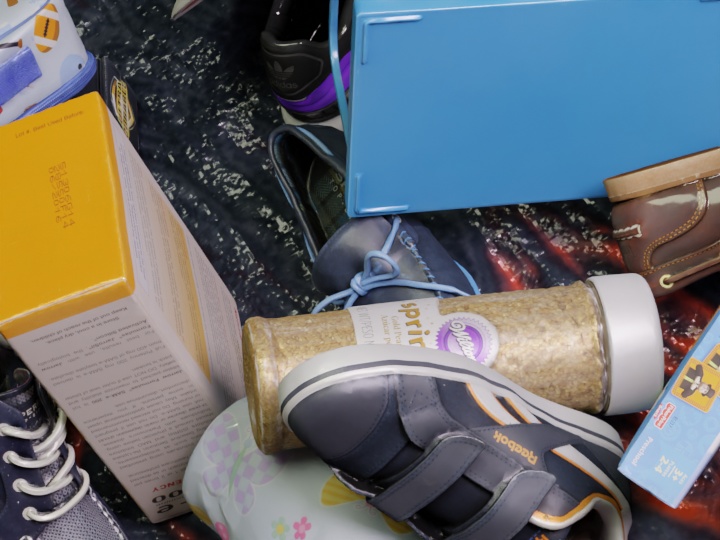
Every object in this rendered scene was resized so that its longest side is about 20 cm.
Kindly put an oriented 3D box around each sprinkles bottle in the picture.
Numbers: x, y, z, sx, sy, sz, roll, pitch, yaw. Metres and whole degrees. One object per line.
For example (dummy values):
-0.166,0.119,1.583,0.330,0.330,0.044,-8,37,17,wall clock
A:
0.044,0.046,1.269,0.199,0.068,0.068,-7,52,-7,sprinkles bottle

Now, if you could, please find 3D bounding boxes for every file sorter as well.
0.086,-0.125,1.335,0.199,0.139,0.123,-4,48,-7,file sorter

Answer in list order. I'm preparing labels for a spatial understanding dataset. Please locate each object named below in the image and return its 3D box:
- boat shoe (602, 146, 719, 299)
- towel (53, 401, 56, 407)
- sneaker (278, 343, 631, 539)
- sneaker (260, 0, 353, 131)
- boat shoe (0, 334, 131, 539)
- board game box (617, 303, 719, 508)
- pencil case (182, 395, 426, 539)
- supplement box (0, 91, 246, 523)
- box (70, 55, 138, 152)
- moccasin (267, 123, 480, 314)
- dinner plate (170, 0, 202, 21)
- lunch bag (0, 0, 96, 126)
0.223,-0.040,1.303,0.199,0.070,0.071,-17,89,9,boat shoe
-0.231,0.070,1.435,0.132,0.034,0.201,6,80,23,towel
0.052,0.095,1.214,0.078,0.199,0.080,-42,43,38,sneaker
0.003,-0.178,1.477,0.069,0.100,0.201,14,67,30,sneaker
-0.169,0.103,1.323,0.200,0.093,0.075,40,45,3,boat shoe
0.189,0.011,1.197,0.037,0.151,0.200,35,96,7,board game box
-0.008,0.145,1.276,0.200,0.083,0.091,45,120,40,pencil case
-0.121,0.023,1.339,0.073,0.200,0.126,-20,51,9,supplement box
-0.224,-0.023,1.521,0.199,0.046,0.160,-16,54,17,box
0.000,0.000,1.370,0.081,0.068,0.200,-53,46,18,moccasin
-0.034,-0.209,1.482,0.200,0.024,0.200,-38,7,5,dinner plate
-0.257,-0.097,1.488,0.200,0.076,0.160,-38,33,-22,lunch bag
